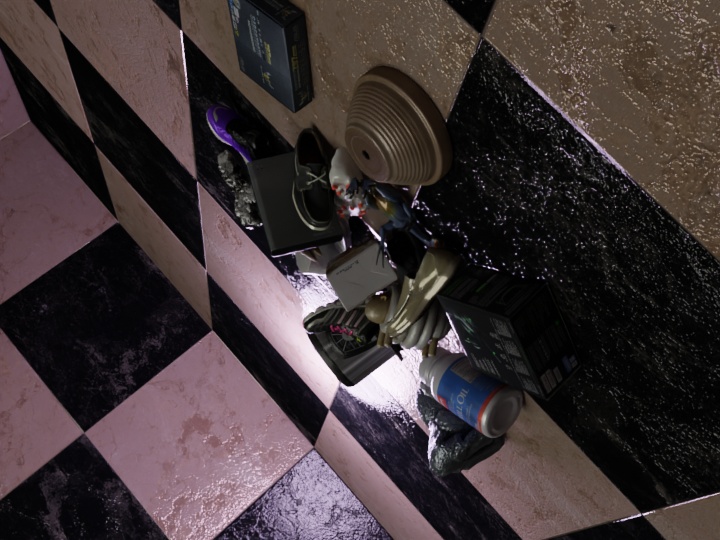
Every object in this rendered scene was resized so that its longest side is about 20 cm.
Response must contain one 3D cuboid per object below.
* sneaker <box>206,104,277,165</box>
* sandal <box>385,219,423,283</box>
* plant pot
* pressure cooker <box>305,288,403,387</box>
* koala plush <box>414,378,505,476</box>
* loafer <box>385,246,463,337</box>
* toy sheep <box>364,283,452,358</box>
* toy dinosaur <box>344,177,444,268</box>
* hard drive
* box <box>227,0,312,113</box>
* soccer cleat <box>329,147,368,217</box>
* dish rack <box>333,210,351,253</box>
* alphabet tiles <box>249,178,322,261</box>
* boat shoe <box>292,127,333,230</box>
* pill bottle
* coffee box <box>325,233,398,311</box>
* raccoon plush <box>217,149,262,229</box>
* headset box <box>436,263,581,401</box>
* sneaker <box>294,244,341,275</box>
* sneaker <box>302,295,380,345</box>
[{"bbox_3d":[-0.241,-0.286,1.783,0.200,0.070,0.099,46,158,-8],"label":"sneaker"},{"bbox_3d":[0.081,-0.020,1.573,0.075,0.048,0.201,37,156,35],"label":"sandal"},{"bbox_3d":[0.040,-0.203,1.292,0.201,0.093,0.201,44,159,21],"label":"plant pot"},{"bbox_3d":[0.001,0.125,1.780,0.176,0.199,0.179,53,-178,-39],"label":"pressure cooker"},{"bbox_3d":[0.184,0.311,1.771,0.200,0.183,0.178,53,163,30],"label":"koala plush"},{"bbox_3d":[0.101,0.034,1.462,0.068,0.076,0.200,42,117,9],"label":"loafer"},{"bbox_3d":[0.104,0.091,1.580,0.198,0.139,0.138,14,165,-14],"label":"toy sheep"},{"bbox_3d":[0.073,-0.109,1.443,0.181,0.202,0.105,23,159,-32],"label":"toy dinosaur"},{"bbox_3d":[-0.125,-0.130,1.585,0.033,0.138,0.201,98,156,-63],"label":"hard drive"},{"bbox_3d":[-0.156,-0.391,1.445,0.157,0.051,0.201,41,157,23],"label":"box"},{"bbox_3d":[-0.019,-0.157,1.548,0.069,0.078,0.200,1,163,6],"label":"soccer cleat"},{"bbox_3d":[-0.083,-0.130,1.710,0.200,0.043,0.172,46,171,13],"label":"dish rack"},{"bbox_3d":[-0.149,-0.107,1.682,0.166,0.006,0.201,33,-156,-48],"label":"alphabet tiles"},{"bbox_3d":[-0.090,-0.169,1.550,0.068,0.071,0.202,113,151,-61],"label":"boat shoe"},{"bbox_3d":[0.209,0.230,1.635,0.199,0.112,0.113,31,152,43],"label":"pill bottle"},{"bbox_3d":[0.000,0.000,1.583,0.080,0.114,0.200,57,-177,-7],"label":"coffee box"},{"bbox_3d":[-0.209,-0.175,1.791,0.096,0.134,0.202,-19,93,24],"label":"raccoon plush"},{"bbox_3d":[0.237,0.096,1.377,0.199,0.093,0.175,17,141,57],"label":"headset box"},{"bbox_3d":[-0.087,-0.061,1.820,0.074,0.115,0.201,-52,39,37],"label":"sneaker"},{"bbox_3d":[-0.016,0.108,1.653,0.074,0.198,0.088,80,180,-70],"label":"sneaker"}]
